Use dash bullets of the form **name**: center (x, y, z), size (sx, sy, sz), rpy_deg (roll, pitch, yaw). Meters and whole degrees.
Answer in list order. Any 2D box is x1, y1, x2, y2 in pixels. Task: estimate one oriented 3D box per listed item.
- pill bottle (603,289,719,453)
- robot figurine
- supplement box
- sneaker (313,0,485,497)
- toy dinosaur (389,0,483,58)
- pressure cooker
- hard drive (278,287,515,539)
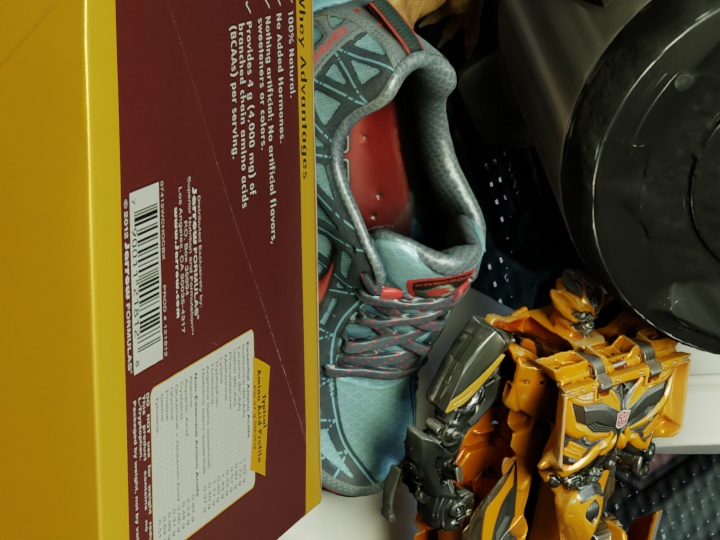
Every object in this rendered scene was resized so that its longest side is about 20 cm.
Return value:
- **pill bottle**: center (0.155, -0.024, 1.119), size (0.111, 0.111, 0.202), rpy_deg (6, 81, -42)
- **robot figurine**: center (0.070, 0.094, 0.994), size (0.144, 0.058, 0.201), rpy_deg (-14, 126, -42)
- **supplement box**: center (-0.103, -0.003, 0.793), size (0.200, 0.132, 0.199), rpy_deg (-32, 122, -71)
- **sneaker**: center (0.000, 0.000, 0.933), size (0.079, 0.095, 0.201), rpy_deg (-23, 121, -34)
- **toy dinosaur**: center (0.036, -0.128, 1.007), size (0.060, 0.106, 0.200), rpy_deg (40, 73, 3)
- **pressure cooker**: center (0.138, -0.085, 0.972), size (0.175, 0.201, 0.180), rpy_deg (11, 122, -17)
- **hard drive**: center (0.015, 0.064, 1.043), size (0.199, 0.027, 0.133), rpy_deg (26, 69, -39)
